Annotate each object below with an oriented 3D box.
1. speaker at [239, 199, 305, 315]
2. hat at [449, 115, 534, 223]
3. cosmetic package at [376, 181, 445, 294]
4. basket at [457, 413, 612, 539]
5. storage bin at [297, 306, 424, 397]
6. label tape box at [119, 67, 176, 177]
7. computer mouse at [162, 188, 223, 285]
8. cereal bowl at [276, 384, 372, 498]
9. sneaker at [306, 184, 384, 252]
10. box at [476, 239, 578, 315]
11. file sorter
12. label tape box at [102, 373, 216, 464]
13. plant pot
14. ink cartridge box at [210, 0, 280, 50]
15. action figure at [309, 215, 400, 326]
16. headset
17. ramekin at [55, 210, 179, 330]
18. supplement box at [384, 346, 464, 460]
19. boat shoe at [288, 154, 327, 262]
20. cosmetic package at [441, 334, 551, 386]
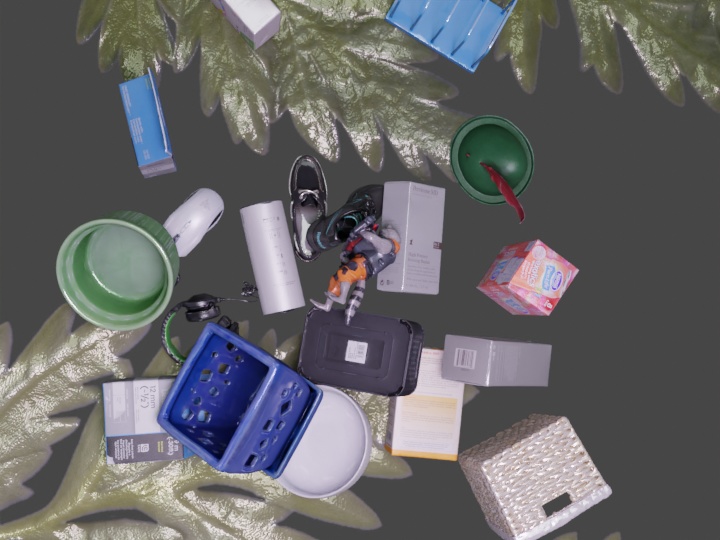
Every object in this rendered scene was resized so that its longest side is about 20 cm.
[{"bbox_3d":[-0.159,-0.022,1.600,0.081,0.081,0.201,-13,90,-9],"label":"speaker"},{"bbox_3d":[0.272,-0.205,1.622,0.165,0.176,0.200,-36,93,-8],"label":"hat"},{"bbox_3d":[0.094,-0.059,1.625,0.101,0.074,0.201,5,89,-43],"label":"cosmetic package"},{"bbox_3d":[0.305,0.370,1.599,0.198,0.200,0.161,-27,86,-9],"label":"basket"},{"bbox_3d":[0.002,0.144,1.572,0.199,0.094,0.136,8,86,20],"label":"storage bin"},{"bbox_3d":[-0.364,-0.247,1.510,0.066,0.200,0.144,-14,90,-8],"label":"label tape box"},{"bbox_3d":[-0.326,-0.068,1.595,0.110,0.044,0.200,39,83,-4],"label":"computer mouse"},{"bbox_3d":[-0.068,0.306,1.582,0.199,0.083,0.201,-5,75,19],"label":"cereal bowl"},{"bbox_3d":[-0.005,-0.094,1.603,0.200,0.079,0.076,-40,109,-31],"label":"sneaker"},{"bbox_3d":[0.298,0.016,1.606,0.095,0.200,0.103,36,83,-5],"label":"box"},{"bbox_3d":[0.173,-0.491,1.648,0.200,0.123,0.139,30,84,-7],"label":"file sorter"},{"bbox_3d":[-0.349,0.261,1.569,0.199,0.066,0.144,-3,88,-7],"label":"label tape box"},{"bbox_3d":[-0.191,0.229,1.504,0.180,0.200,0.200,33,84,-49],"label":"plant pot"},{"bbox_3d":[-0.234,-0.504,1.589,0.067,0.117,0.200,-42,94,-5],"label":"ink cartridge box"},{"bbox_3d":[0.000,0.000,1.546,0.105,0.200,0.194,41,72,7],"label":"action figure"},{"bbox_3d":[-0.265,0.091,1.573,0.200,0.094,0.124,-37,93,3],"label":"headset"},{"bbox_3d":[-0.409,-0.006,1.523,0.199,0.098,0.201,1,110,4],"label":"ramekin"},{"bbox_3d":[0.120,0.242,1.634,0.126,0.074,0.201,7,87,-8],"label":"supplement box"},{"bbox_3d":[-0.097,-0.115,1.623,0.074,0.060,0.201,3,87,-8],"label":"boat shoe"},{"bbox_3d":[0.248,0.163,1.594,0.200,0.107,0.091,12,84,-45],"label":"cosmetic package"}]
